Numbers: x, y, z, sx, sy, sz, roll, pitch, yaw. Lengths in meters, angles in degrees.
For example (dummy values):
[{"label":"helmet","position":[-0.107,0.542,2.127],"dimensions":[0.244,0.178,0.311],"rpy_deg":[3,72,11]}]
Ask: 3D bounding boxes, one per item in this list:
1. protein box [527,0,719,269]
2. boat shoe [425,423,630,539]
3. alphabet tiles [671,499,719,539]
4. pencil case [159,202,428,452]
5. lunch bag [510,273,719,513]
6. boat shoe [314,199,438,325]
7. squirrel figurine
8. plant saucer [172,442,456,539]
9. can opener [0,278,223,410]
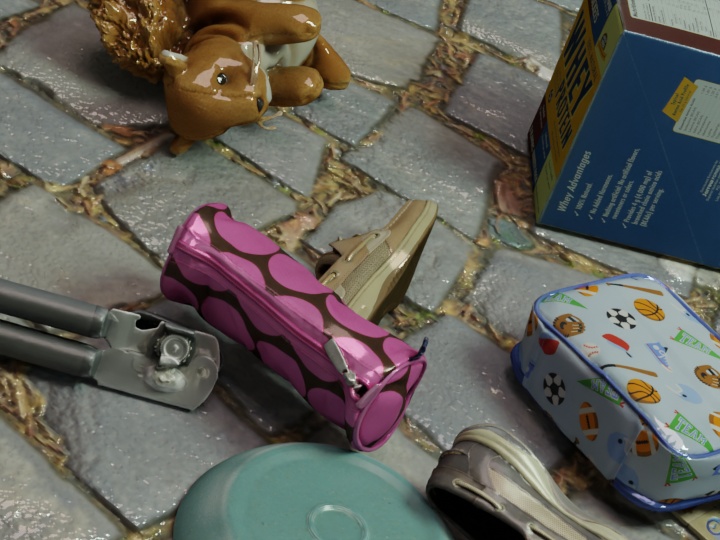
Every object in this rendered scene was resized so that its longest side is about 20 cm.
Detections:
[{"label":"protein box","position":[0.267,-0.129,1.621],"dimensions":[0.199,0.199,0.135],"rpy_deg":[14,37,-10]},{"label":"boat shoe","position":[0.120,0.190,1.260],"dimensions":[0.200,0.075,0.073],"rpy_deg":[42,57,16]},{"label":"alphabet tiles","position":[0.266,0.138,1.447],"dimensions":[0.166,0.006,0.200],"rpy_deg":[-21,54,-42]},{"label":"pencil case","position":[-0.049,0.033,1.314],"dimensions":[0.200,0.091,0.094],"rpy_deg":[35,12,20]},{"label":"lunch bag","position":[0.218,0.089,1.419],"dimensions":[0.160,0.076,0.200],"rpy_deg":[-9,45,-37]},{"label":"boat shoe","position":[0.000,0.000,1.435],"dimensions":[0.064,0.071,0.200],"rpy_deg":[26,39,9]},{"label":"squirrel figurine","position":[-0.125,-0.177,1.575],"dimensions":[0.199,0.142,0.187],"rpy_deg":[16,45,17]},{"label":"plant saucer","position":[-0.018,0.174,1.238],"dimensions":[0.199,0.036,0.200],"rpy_deg":[13,38,-10]},{"label":"can opener","position":[-0.191,0.044,1.320],"dimensions":[0.199,0.054,0.067],"rpy_deg":[16,4,-6]}]
